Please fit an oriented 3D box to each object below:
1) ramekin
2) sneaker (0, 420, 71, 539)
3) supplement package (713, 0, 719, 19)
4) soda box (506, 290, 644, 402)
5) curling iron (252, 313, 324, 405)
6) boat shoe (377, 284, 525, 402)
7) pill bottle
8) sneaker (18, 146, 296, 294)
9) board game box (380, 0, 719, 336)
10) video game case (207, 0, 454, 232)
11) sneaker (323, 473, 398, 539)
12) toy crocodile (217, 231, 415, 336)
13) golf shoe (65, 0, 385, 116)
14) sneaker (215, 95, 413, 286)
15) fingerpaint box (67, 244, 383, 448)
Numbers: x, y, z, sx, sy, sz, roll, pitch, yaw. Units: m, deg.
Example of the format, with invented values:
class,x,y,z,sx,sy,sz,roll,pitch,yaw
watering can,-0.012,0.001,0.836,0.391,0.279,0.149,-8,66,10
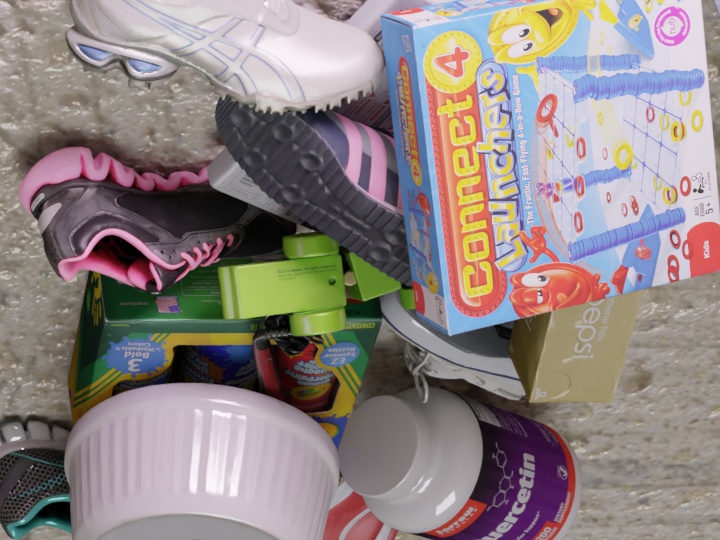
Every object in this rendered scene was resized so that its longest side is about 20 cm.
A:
class,x,y,z,sx,sy,sz,roll,pitch,yaw
ramekin,-0.115,0.171,1.789,0.202,0.094,0.203,1,144,1
sneaker,-0.190,0.169,1.914,0.200,0.091,0.078,0,143,-15
supplement package,0.338,-0.183,1.539,0.151,0.151,0.200,9,139,-26
soda box,0.159,-0.003,1.758,0.068,0.064,0.200,1,124,-16
curling iron,-0.051,0.090,1.778,0.049,0.026,0.200,-6,143,-6
boat shoe,0.064,0.057,1.857,0.086,0.075,0.202,-36,147,28
pill bottle,0.075,0.154,1.927,0.112,0.113,0.200,-34,147,27
sneaker,-0.128,-0.020,1.674,0.200,0.096,0.079,4,139,-30
board game box,0.122,-0.078,1.579,0.195,0.056,0.200,-13,107,-18
video game case,0.028,-0.095,1.667,0.182,0.023,0.200,23,125,-37
sneaker,-0.053,0.215,2.029,0.200,0.071,0.112,-32,136,22
toy crocodile,0.000,0.000,1.694,0.200,0.068,0.062,-12,-174,-16
golf shoe,-0.075,-0.155,1.525,0.200,0.078,0.097,7,128,-15
sneaker,-0.007,-0.070,1.622,0.200,0.082,0.070,39,132,-21
fingerpaint box,-0.100,0.059,1.807,0.200,0.073,0.167,0,142,-15
